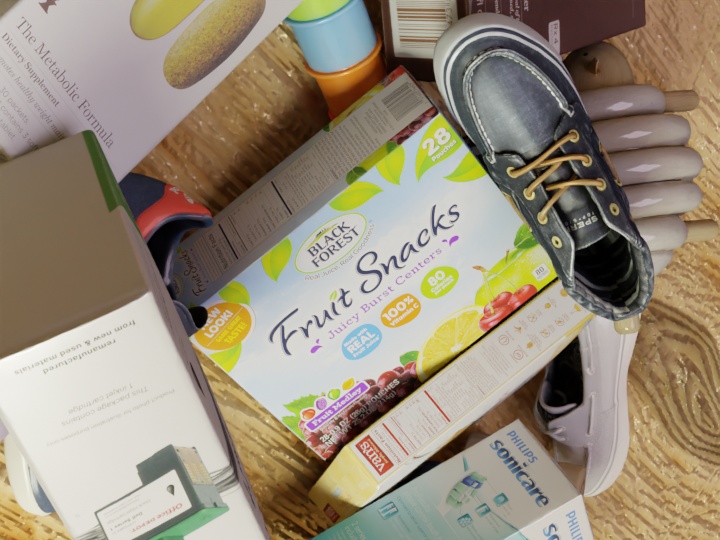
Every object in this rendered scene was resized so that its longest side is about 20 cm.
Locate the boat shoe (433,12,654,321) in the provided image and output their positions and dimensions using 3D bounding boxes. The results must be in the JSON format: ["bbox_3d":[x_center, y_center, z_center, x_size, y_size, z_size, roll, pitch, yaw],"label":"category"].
[{"bbox_3d":[0.114,-0.058,0.889,0.071,0.091,0.200,-32,129,12],"label":"boat shoe"}]

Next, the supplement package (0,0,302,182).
[{"bbox_3d":[-0.135,-0.140,0.794,0.200,0.109,0.114,-48,131,-16],"label":"supplement package"}]

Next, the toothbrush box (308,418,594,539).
[{"bbox_3d":[0.054,0.213,1.001,0.200,0.085,0.147,-29,131,-8],"label":"toothbrush box"}]

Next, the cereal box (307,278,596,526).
[{"bbox_3d":[0.061,0.091,1.036,0.200,0.040,0.144,-37,171,-21],"label":"cereal box"}]

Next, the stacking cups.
[{"bbox_3d":[-0.014,-0.148,0.925,0.060,0.060,0.200,-42,129,-20],"label":"stacking cups"}]

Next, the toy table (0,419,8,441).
[{"bbox_3d":[-0.247,0.091,0.759,0.117,0.184,0.200,-64,166,13],"label":"toy table"}]

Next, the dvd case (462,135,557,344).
[{"bbox_3d":[0.082,-0.023,1.082,0.200,0.025,0.151,-20,119,-34],"label":"dvd case"}]

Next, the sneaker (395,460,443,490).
[{"bbox_3d":[0.012,0.228,1.087,0.088,0.075,0.200,17,95,-42],"label":"sneaker"}]

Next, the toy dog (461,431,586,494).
[{"bbox_3d":[0.112,0.220,1.144,0.096,0.132,0.200,-52,130,-52],"label":"toy dog"}]

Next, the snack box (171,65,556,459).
[{"bbox_3d":[0.000,0.000,0.950,0.200,0.068,0.169,-39,131,4],"label":"snack box"}]

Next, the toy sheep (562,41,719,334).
[{"bbox_3d":[0.171,-0.057,1.038,0.138,0.138,0.200,-6,82,-39],"label":"toy sheep"}]

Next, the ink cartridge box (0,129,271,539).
[{"bbox_3d":[-0.117,0.059,0.733,0.084,0.146,0.200,-23,129,-5],"label":"ink cartridge box"}]

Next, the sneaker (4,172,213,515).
[{"bbox_3d":[-0.135,0.045,0.856,0.075,0.084,0.200,15,90,-80],"label":"sneaker"}]

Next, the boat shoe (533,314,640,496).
[{"bbox_3d":[0.162,0.092,1.151,0.068,0.072,0.200,-18,133,-29],"label":"boat shoe"}]

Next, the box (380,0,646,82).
[{"bbox_3d":[0.100,-0.185,0.970,0.200,0.075,0.100,-26,117,-46],"label":"box"}]
